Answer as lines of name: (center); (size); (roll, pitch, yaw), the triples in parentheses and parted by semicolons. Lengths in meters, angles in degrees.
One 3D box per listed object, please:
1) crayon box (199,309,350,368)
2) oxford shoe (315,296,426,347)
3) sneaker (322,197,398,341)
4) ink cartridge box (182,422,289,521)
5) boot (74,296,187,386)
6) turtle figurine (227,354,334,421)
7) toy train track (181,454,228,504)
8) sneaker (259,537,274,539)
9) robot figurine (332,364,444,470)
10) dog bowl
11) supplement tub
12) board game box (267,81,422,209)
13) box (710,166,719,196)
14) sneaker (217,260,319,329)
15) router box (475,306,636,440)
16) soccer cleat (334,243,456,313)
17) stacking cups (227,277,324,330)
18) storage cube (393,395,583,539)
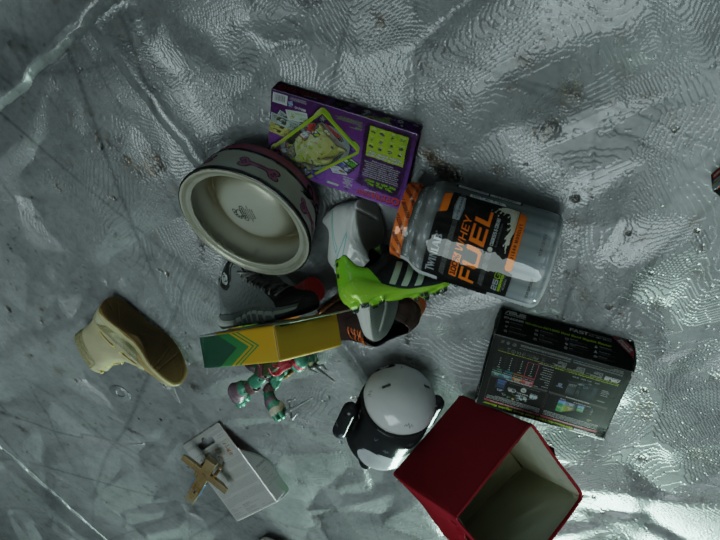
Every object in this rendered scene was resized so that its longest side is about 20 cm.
crayon box: (-0.119, 0.099, 1.052); (0.198, 0.125, 0.052); (-12, 87, 42)
oxford shoe: (0.001, 0.079, 1.117); (0.198, 0.073, 0.072); (-18, 119, 33)
sneaker: (0.000, 0.000, 1.042); (0.079, 0.070, 0.203); (-3, 102, 41)
ink cartridge box: (-0.259, 0.407, 1.526); (0.160, 0.050, 0.201); (-35, 90, 39)
boot: (-0.424, 0.156, 1.358); (0.200, 0.073, 0.155); (44, 130, -13)
turtle figurine: (-0.128, 0.166, 1.200); (0.198, 0.150, 0.102); (-15, 109, 43)
toy train track: (-0.326, 0.430, 1.535); (0.114, 0.033, 0.201); (37, 134, 4)
sneaker: (-0.218, 0.681, 1.696); (0.103, 0.076, 0.202); (23, 125, -2)
robot figurine: (0.046, 0.239, 1.198); (0.124, 0.150, 0.201); (35, 135, 15)
dog bowl: (-0.146, -0.088, 1.024); (0.197, 0.074, 0.201); (17, 144, 12)
supplement tub: (0.143, -0.038, 0.930); (0.197, 0.123, 0.124); (17, 132, 9)
board game box: (-0.025, -0.161, 0.964); (0.197, 0.032, 0.121); (19, 128, 8)
box: (0.505, -0.082, 0.797); (0.199, 0.040, 0.137); (35, 131, -7)
sneaker: (-0.151, 0.020, 1.109); (0.198, 0.075, 0.117); (-12, 88, 36)
router box: (0.277, 0.149, 1.066); (0.197, 0.062, 0.151); (15, 131, 10)
soccer cleat: (0.056, 0.002, 0.990); (0.067, 0.198, 0.082); (-30, 72, 54)
stacking cups: (-0.133, 0.067, 1.183); (0.060, 0.061, 0.199); (44, 125, -16)
storage cube: (0.193, 0.327, 1.129); (0.172, 0.200, 0.179); (52, 162, -22)
